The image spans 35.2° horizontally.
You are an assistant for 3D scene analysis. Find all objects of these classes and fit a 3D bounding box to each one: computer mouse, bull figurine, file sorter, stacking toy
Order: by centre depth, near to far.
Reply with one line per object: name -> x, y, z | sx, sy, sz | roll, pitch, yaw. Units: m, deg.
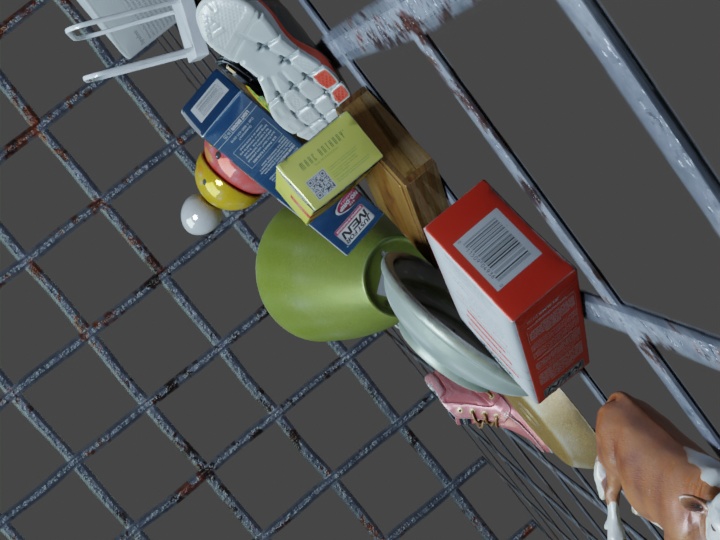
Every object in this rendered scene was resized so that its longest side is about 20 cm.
bull figurine -> 0.225, 0.166, 0.805 | 0.200, 0.065, 0.122 | -121, 28, -62
computer mouse -> -0.062, -0.147, 1.093 | 0.200, 0.034, 0.059 | 31, 174, -31
file sorter -> -0.237, -0.289, 1.100 | 0.139, 0.124, 0.200 | -144, 37, -76
stacking toy -> -0.146, -0.119, 1.335 | 0.146, 0.200, 0.146 | 34, -163, -12

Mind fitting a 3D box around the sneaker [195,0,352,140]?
sneaker -> -0.065, -0.198, 1.014 | 0.200, 0.077, 0.082 | 47, -149, -42

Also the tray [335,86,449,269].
tray -> 0.037, -0.078, 1.030 | 0.099, 0.037, 0.200 | 50, 176, 22

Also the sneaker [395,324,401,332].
sneaker -> 0.082, 0.063, 1.515 | 0.073, 0.071, 0.200 | 53, 176, -27

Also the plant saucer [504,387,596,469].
plant saucer -> 0.200, 0.151, 1.265 | 0.200, 0.035, 0.200 | 51, 176, 5

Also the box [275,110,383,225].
box -> -0.031, -0.083, 0.975 | 0.050, 0.075, 0.200 | 51, 175, -3

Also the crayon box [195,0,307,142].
crayon box -> -0.092, -0.209, 1.176 | 0.126, 0.052, 0.200 | 49, 176, 33

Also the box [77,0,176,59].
box -> -0.325, -0.407, 1.413 | 0.199, 0.131, 0.200 | 50, 176, 14

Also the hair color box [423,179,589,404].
hair color box -> 0.117, 0.023, 0.868 | 0.102, 0.061, 0.200 | 48, 174, 25

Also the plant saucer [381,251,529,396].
plant saucer -> 0.091, 0.061, 1.049 | 0.200, 0.050, 0.200 | 34, -165, -10

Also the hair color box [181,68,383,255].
hair color box -> -0.077, -0.106, 1.126 | 0.200, 0.061, 0.100 | 39, -175, -30

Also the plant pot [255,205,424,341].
plant pot -> 0.000, 0.000, 1.332 | 0.187, 0.187, 0.200 | 52, 161, -19

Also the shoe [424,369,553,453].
shoe -> 0.169, 0.181, 1.463 | 0.200, 0.091, 0.071 | 48, 175, 34
